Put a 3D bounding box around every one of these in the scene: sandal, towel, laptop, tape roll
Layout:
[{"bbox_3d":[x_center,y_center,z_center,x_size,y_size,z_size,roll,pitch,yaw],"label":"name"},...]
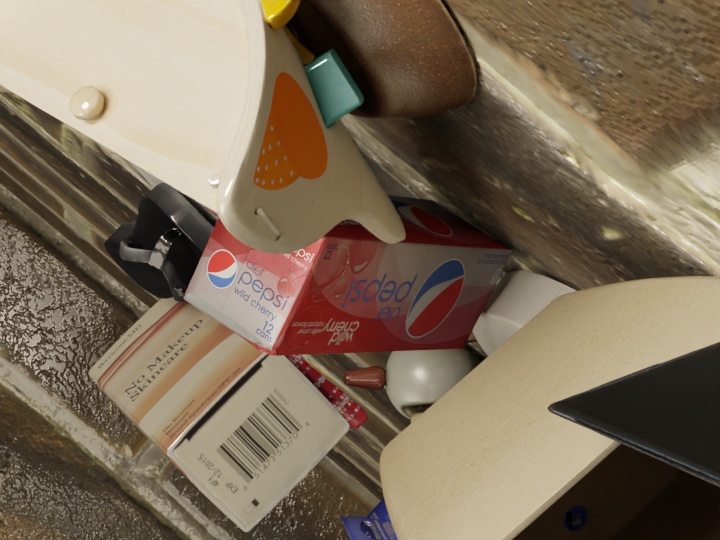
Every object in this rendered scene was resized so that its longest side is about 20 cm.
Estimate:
[{"bbox_3d":[-0.125,-0.004,1.040,0.076,0.043,0.200,44,161,-6],"label":"sandal"},{"bbox_3d":[-0.076,0.038,1.169,0.200,0.022,0.145,44,173,-2],"label":"towel"},{"bbox_3d":[0.209,0.086,0.588,0.200,0.116,0.187,45,169,-27],"label":"laptop"},{"bbox_3d":[0.154,0.078,0.968,0.203,0.037,0.203,39,169,9],"label":"tape roll"}]

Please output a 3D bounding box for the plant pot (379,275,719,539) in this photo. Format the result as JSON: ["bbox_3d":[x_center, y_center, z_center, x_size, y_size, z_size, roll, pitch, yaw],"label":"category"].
[{"bbox_3d":[0.124,0.118,0.768,0.200,0.200,0.177,54,171,-24],"label":"plant pot"}]

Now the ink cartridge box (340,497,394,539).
[{"bbox_3d":[0.078,0.223,1.160,0.200,0.076,0.136,39,-177,-17],"label":"ink cartridge box"}]

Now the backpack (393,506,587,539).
[{"bbox_3d":[0.122,0.174,0.950,0.199,0.168,0.163,7,173,-1],"label":"backpack"}]

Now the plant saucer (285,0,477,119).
[{"bbox_3d":[-0.035,-0.131,0.750,0.200,0.037,0.200,38,171,7],"label":"plant saucer"}]

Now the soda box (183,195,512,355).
[{"bbox_3d":[0.000,0.000,0.865,0.063,0.070,0.200,33,-164,27],"label":"soda box"}]

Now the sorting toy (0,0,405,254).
[{"bbox_3d":[-0.057,-0.072,0.735,0.200,0.107,0.180,30,175,34],"label":"sorting toy"}]

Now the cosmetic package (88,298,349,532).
[{"bbox_3d":[-0.103,0.089,1.129,0.087,0.103,0.200,49,169,-24],"label":"cosmetic package"}]

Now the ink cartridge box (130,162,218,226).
[{"bbox_3d":[-0.072,-0.057,1.048,0.146,0.084,0.200,37,170,26],"label":"ink cartridge box"}]

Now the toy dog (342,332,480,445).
[{"bbox_3d":[0.041,0.082,1.167,0.096,0.132,0.200,1,154,5],"label":"toy dog"}]
